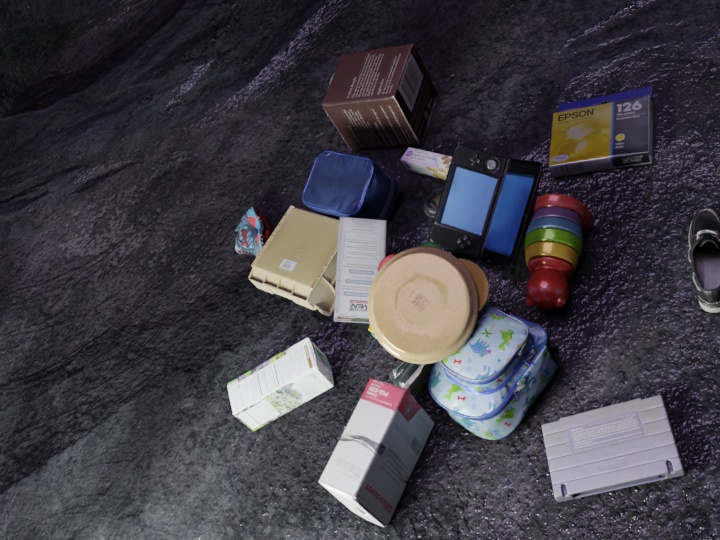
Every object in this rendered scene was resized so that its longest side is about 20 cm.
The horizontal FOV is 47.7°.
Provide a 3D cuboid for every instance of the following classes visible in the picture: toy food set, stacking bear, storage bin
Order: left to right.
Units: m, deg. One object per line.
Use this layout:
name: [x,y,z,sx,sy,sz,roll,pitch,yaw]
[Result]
storage bin: [-0.111,-0.020,1.761,0.198,0.094,0.201,18,68,38]
toy food set: [0.104,0.054,1.369,0.195,0.049,0.203,24,88,17]
stacking bear: [0.347,-0.024,1.473,0.119,0.114,0.204,1,64,24]

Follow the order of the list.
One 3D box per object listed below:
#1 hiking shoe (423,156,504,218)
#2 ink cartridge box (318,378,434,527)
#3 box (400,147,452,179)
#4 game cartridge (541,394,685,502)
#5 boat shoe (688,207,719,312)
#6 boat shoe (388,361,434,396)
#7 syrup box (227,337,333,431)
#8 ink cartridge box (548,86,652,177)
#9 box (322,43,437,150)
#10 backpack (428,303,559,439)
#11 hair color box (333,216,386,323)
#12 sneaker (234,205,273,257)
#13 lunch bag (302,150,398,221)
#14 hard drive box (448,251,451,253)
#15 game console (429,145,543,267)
hiking shoe: [0.213,-0.176,1.667,0.197,0.101,0.077,-20,42,15]
ink cartridge box: [0.031,0.311,1.388,0.084,0.146,0.202,11,63,35]
box: [0.177,-0.226,1.772,0.198,0.042,0.039,20,69,39]
game cartridge: [0.389,0.277,1.272,0.197,0.039,0.131,-18,46,20]
boat shoe: [0.583,-0.030,1.361,0.073,0.060,0.203,-5,55,30]
boat shoe: [0.128,0.143,1.505,0.066,0.074,0.200,40,92,32]
syrup box: [-0.158,0.226,1.615,0.198,0.079,0.082,-31,46,8]
ink cartridge box: [0.481,-0.288,1.628,0.194,0.047,0.203,-7,56,29]
box: [0.049,-0.399,1.893,0.197,0.165,0.168,2,58,32]
backpack: [0.213,0.165,1.386,0.182,0.147,0.202,24,75,44]
hair color box: [0.000,0.000,1.635,0.097,0.061,0.204,4,72,-4]
sneaker: [-0.244,-0.059,1.896,0.095,0.079,0.201,-40,37,12]
lunch bag: [-0.022,-0.170,1.793,0.198,0.132,0.138,18,83,38]
hard drive box: [0.122,0.047,1.501,0.154,0.078,0.200,-31,3,7]
game console: [0.235,-0.127,1.553,0.172,0.116,0.204,17,93,7]
